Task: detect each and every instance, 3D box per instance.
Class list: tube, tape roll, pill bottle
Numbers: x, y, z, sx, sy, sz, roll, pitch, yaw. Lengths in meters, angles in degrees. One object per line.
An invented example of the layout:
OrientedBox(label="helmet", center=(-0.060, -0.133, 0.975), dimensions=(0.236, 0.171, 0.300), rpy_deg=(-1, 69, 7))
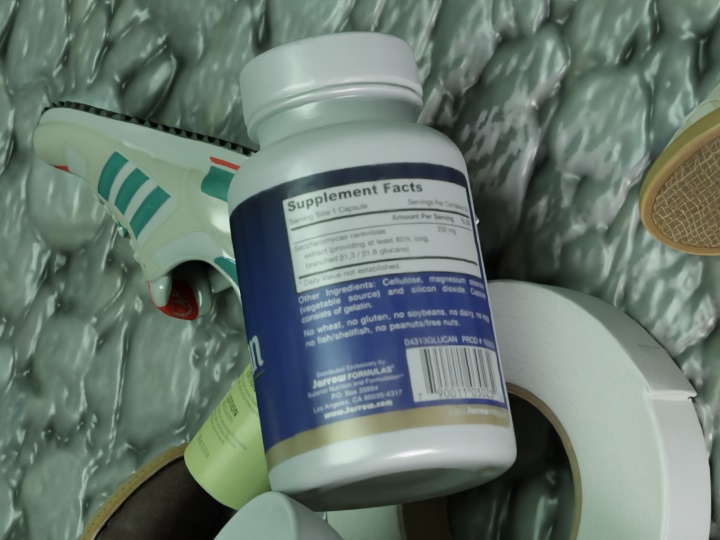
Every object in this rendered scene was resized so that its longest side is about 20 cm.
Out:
OrientedBox(label="tube", center=(-0.014, 0.029, 1.233), dimensions=(0.058, 0.052, 0.200), rpy_deg=(42, 110, 12))
OrientedBox(label="tape roll", center=(0.069, 0.104, 1.159), dimensions=(0.203, 0.037, 0.203), rpy_deg=(-6, 82, 42))
OrientedBox(label="pill bottle", center=(0.000, 0.000, 1.133), dimensions=(0.111, 0.111, 0.200), rpy_deg=(-21, 71, 38))

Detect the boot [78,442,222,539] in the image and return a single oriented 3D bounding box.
OrientedBox(label="boot", center=(-0.082, 0.198, 1.242), dimensions=(0.166, 0.072, 0.200), rpy_deg=(25, 79, 36))

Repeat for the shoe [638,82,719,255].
OrientedBox(label="shoe", center=(0.197, -0.072, 1.060), dimensions=(0.200, 0.070, 0.053), rpy_deg=(-38, 19, 37))

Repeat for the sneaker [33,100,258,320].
OrientedBox(label="sneaker", center=(-0.106, -0.027, 1.303), dimensions=(0.200, 0.070, 0.093), rpy_deg=(16, 90, 39))

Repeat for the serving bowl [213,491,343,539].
OrientedBox(label="serving bowl", center=(-0.046, 0.197, 1.073), dimensions=(0.200, 0.066, 0.200), rpy_deg=(-58, 17, 29))
